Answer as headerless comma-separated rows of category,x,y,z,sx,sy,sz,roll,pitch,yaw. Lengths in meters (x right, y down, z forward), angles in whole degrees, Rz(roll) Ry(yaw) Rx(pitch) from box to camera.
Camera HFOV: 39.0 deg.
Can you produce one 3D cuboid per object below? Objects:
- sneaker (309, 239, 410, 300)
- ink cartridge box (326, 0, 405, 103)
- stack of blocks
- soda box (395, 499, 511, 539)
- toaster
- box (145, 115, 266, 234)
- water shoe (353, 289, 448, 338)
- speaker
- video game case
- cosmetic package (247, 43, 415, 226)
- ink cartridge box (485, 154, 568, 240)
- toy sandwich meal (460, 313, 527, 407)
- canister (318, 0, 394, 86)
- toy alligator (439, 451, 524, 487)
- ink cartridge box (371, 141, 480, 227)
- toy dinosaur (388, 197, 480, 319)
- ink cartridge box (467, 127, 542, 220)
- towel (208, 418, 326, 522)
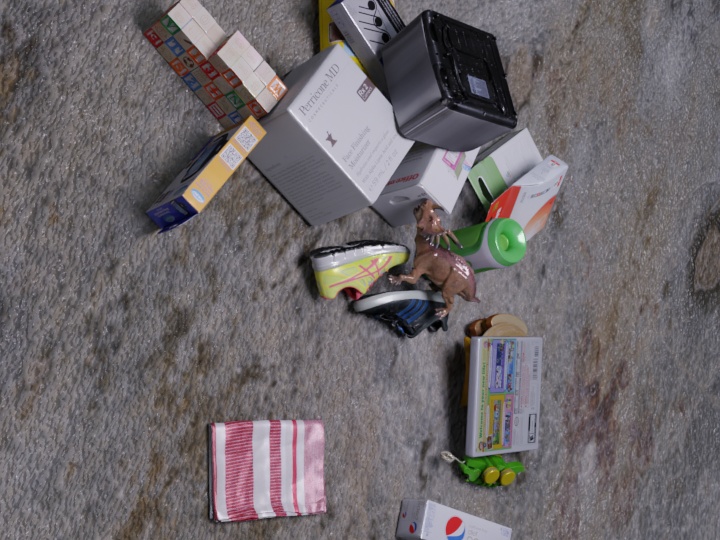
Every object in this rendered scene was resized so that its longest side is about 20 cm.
sneaker,0.000,0.000,1.664,0.199,0.078,0.091,-10,102,-37
ink cartridge box,0.036,-0.375,1.672,0.094,0.044,0.201,-50,116,-31
stack of blocks,-0.217,-0.313,1.523,0.200,0.115,0.059,48,56,-19
soda box,0.158,0.437,1.694,0.199,0.068,0.064,26,66,-31
toaster,0.137,-0.297,1.608,0.199,0.118,0.182,7,63,-44
box,-0.230,-0.135,1.475,0.042,0.119,0.200,49,56,-19
water shoe,0.077,0.074,1.702,0.199,0.071,0.080,-1,84,-37
speaker,0.185,-0.033,1.724,0.088,0.199,0.089,8,76,-36
video game case,0.250,0.215,1.763,0.181,0.022,0.202,3,89,-44
cosmetic package,-0.055,-0.208,1.595,0.200,0.164,0.165,46,55,-21
ink cartridge box,0.290,-0.102,1.850,0.050,0.163,0.200,34,50,19
toy sandwich meal,0.241,0.177,1.816,0.204,0.070,0.207,-1,92,-43
canister,-0.004,-0.415,1.728,0.148,0.086,0.202,4,80,-38
toy alligator,0.202,0.347,1.759,0.199,0.059,0.055,14,113,-35
ink cartridge box,0.113,-0.182,1.733,0.085,0.144,0.201,43,58,-27
toy dinosaur,0.140,-0.008,1.655,0.200,0.135,0.086,39,34,-13
ink cartridge box,0.260,-0.175,1.901,0.200,0.059,0.104,-38,104,-36
towel,-0.136,0.297,1.524,0.199,0.023,0.145,5,77,-37
